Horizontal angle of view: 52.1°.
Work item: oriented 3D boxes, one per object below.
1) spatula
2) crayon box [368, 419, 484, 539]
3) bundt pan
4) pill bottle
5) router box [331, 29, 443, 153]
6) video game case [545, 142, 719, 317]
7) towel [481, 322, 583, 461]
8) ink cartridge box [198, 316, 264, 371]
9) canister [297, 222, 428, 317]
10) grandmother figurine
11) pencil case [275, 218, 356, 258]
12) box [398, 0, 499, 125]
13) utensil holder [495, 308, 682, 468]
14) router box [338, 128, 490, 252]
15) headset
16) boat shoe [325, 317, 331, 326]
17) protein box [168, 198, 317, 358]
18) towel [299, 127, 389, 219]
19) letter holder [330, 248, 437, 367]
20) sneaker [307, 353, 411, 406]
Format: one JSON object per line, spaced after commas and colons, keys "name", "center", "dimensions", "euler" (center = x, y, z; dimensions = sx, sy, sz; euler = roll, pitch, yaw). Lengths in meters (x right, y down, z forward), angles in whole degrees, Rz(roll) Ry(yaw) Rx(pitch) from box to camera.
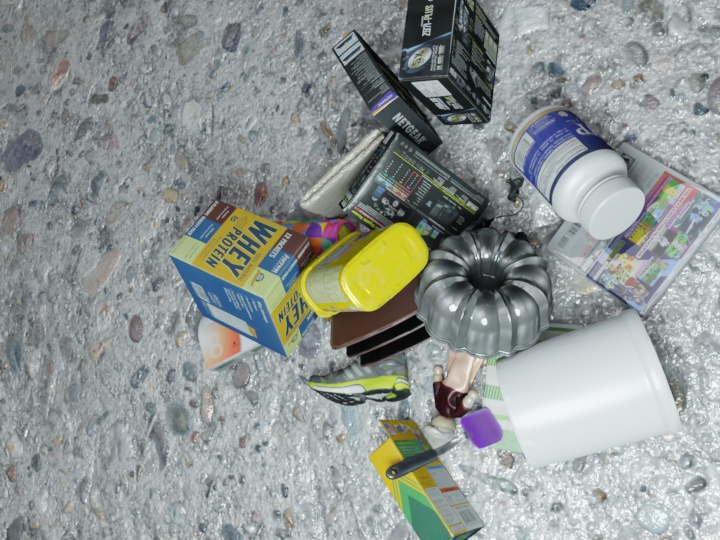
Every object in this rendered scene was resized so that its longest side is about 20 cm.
{"name": "spatula", "center": [0.124, 0.262, 1.089], "dimensions": [0.199, 0.021, 0.057], "euler": [-22, 61, -19]}
{"name": "crayon box", "center": [0.092, 0.325, 1.129], "dimensions": [0.052, 0.126, 0.200], "euler": [-43, 62, 16]}
{"name": "bundt pan", "center": [0.174, 0.019, 1.028], "dimensions": [0.200, 0.076, 0.203], "euler": [-2, 52, 2]}
{"name": "pill bottle", "center": [0.315, -0.142, 1.076], "dimensions": [0.120, 0.119, 0.200], "euler": [-44, 48, 15]}
{"name": "router box", "center": [0.048, -0.291, 1.240], "dimensions": [0.052, 0.200, 0.158], "euler": [-36, 63, 15]}
{"name": "video game case", "center": [0.405, -0.063, 1.090], "dimensions": [0.182, 0.023, 0.200], "euler": [40, 100, 30]}
{"name": "towel", "center": [0.262, 0.177, 1.123], "dimensions": [0.152, 0.023, 0.201], "euler": [3, 83, 31]}
{"name": "ink cartridge box", "center": [-0.249, 0.072, 1.424], "dimensions": [0.162, 0.050, 0.201], "euler": [-29, 70, 22]}
{"name": "canister", "center": [0.000, 0.000, 1.092], "dimensions": [0.148, 0.200, 0.087], "euler": [-40, 101, -18]}
{"name": "grandmother figurine", "center": [0.150, 0.186, 1.160], "dimensions": [0.121, 0.060, 0.201], "euler": [-150, 77, -74]}
{"name": "pencil case", "center": [-0.102, -0.050, 1.348], "dimensions": [0.199, 0.088, 0.089], "euler": [1, 80, 32]}
{"name": "box", "center": [0.148, -0.348, 1.193], "dimensions": [0.086, 0.200, 0.165], "euler": [3, 82, 29]}
{"name": "utensil holder", "center": [0.304, 0.164, 0.997], "dimensions": [0.199, 0.170, 0.171], "euler": [-22, 69, 15]}
{"name": "router box", "center": [0.087, -0.109, 1.190], "dimensions": [0.150, 0.199, 0.062], "euler": [-54, 18, 8]}
{"name": "headset", "center": [0.212, -0.047, 1.141], "dimensions": [0.123, 0.094, 0.201], "euler": [21, 66, 8]}
{"name": "boat shoe", "center": [-0.002, 0.012, 1.280], "dimensions": [0.074, 0.076, 0.200], "euler": [43, 100, 34]}
{"name": "protein box", "center": [-0.187, 0.016, 1.277], "dimensions": [0.199, 0.199, 0.135], "euler": [22, 61, 23]}
{"name": "towel", "center": [-0.007, -0.165, 1.285], "dimensions": [0.200, 0.132, 0.035], "euler": [-39, 67, 16]}
{"name": "letter holder", "center": [0.062, 0.079, 1.162], "dimensions": [0.199, 0.101, 0.142], "euler": [-27, 27, 15]}
{"name": "sneaker", "center": [0.000, 0.181, 1.255], "dimensions": [0.199, 0.074, 0.081], "euler": [-8, 57, 29]}
